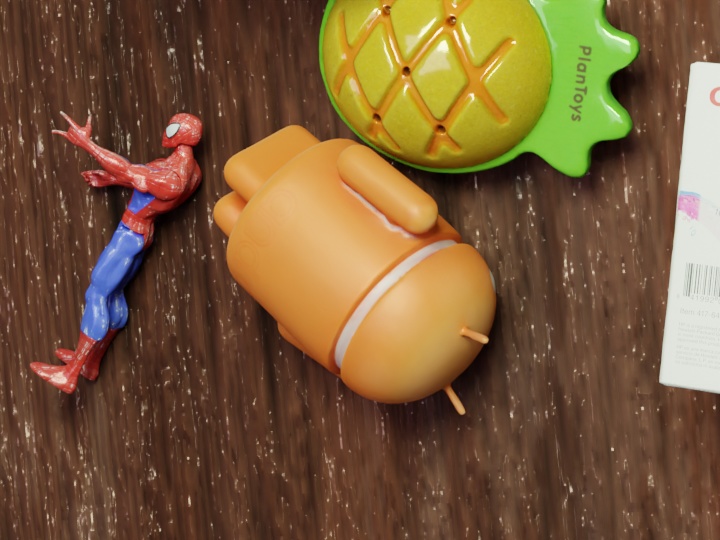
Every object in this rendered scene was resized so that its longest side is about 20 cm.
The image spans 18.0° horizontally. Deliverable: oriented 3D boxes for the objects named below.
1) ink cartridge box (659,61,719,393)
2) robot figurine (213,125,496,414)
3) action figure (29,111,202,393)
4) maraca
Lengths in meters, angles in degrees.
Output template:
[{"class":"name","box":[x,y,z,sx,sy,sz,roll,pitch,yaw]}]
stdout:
[{"class":"ink cartridge box","box":[0.251,-0.032,1.223,0.128,0.125,0.200,9,96,28]},{"class":"robot figurine","box":[0.000,0.001,1.369,0.200,0.117,0.144,43,104,21]},{"class":"action figure","box":[-0.174,-0.029,1.485,0.099,0.065,0.200,34,108,6]},{"class":"maraca","box":[0.067,-0.121,1.332,0.200,0.107,0.137,11,111,23]}]
